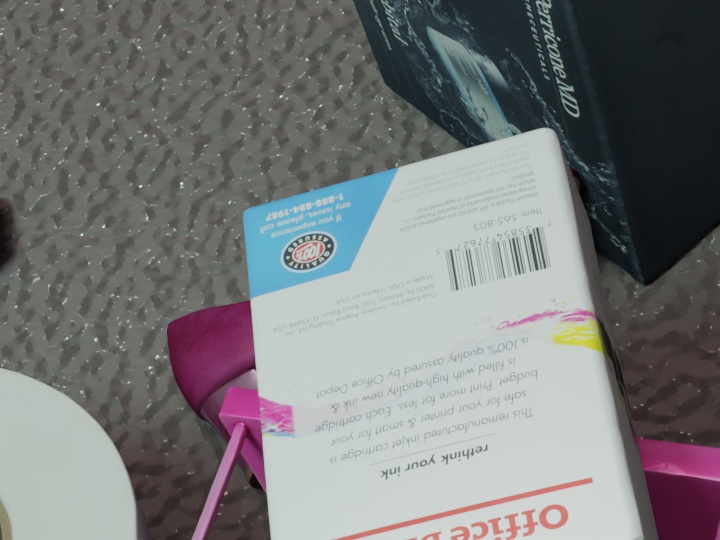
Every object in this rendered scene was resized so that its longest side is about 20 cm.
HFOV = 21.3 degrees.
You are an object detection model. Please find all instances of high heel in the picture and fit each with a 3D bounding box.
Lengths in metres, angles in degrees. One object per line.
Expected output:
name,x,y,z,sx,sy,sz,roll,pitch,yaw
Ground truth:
high heel,0.000,0.000,0.843,0.200,0.067,0.096,-39,60,5

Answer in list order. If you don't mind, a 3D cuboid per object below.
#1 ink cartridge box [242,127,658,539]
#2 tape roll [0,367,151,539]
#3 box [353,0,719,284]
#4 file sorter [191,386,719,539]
ink cartridge box,0.032,0.062,0.622,0.115,0.068,0.201,-15,54,11
tape roll,-0.169,0.154,0.736,0.202,0.140,0.203,-6,44,5
box,0.085,-0.134,0.852,0.117,0.197,0.200,-40,52,-12
file sorter,0.042,0.142,0.693,0.199,0.139,0.126,5,57,23
